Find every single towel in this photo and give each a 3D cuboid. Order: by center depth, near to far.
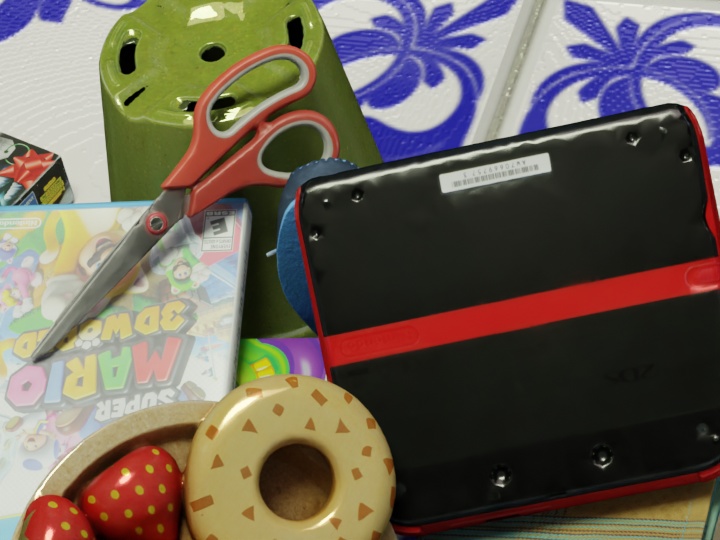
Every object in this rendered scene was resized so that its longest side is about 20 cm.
[{"bbox_3d":[0.113,0.089,1.253,0.146,0.022,0.201,1,44,22],"label":"towel"}]

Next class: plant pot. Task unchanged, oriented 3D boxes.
[{"bbox_3d":[-0.066,-0.054,1.400,0.199,0.191,0.201,-6,46,7],"label":"plant pot"}]

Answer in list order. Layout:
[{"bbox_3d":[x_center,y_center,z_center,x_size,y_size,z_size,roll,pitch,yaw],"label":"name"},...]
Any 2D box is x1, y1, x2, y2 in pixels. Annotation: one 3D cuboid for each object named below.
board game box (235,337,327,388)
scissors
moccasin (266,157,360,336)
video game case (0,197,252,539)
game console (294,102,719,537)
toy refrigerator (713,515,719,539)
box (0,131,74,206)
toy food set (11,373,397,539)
[{"bbox_3d":[-0.090,0.105,1.313,0.198,0.103,0.105,-1,47,10],"label":"board game box"},{"bbox_3d":[-0.098,-0.038,1.283,0.199,0.073,0.014,-33,14,-8],"label":"scissors"},{"bbox_3d":[0.000,0.000,1.326,0.080,0.200,0.069,-5,55,11],"label":"moccasin"},{"bbox_3d":[-0.132,0.053,1.273,0.142,0.018,0.201,-2,58,10],"label":"video game case"},{"bbox_3d":[0.078,0.026,1.211,0.199,0.031,0.178,-12,84,6],"label":"game console"},{"bbox_3d":[0.166,0.100,1.292,0.199,0.070,0.076,-26,40,-14],"label":"toy refrigerator"},{"bbox_3d":[-0.292,-0.044,1.541,0.199,0.040,0.137,21,53,28],"label":"box"},{"bbox_3d":[-0.063,0.154,1.156,0.199,0.049,0.199,-13,81,-19],"label":"toy food set"}]
